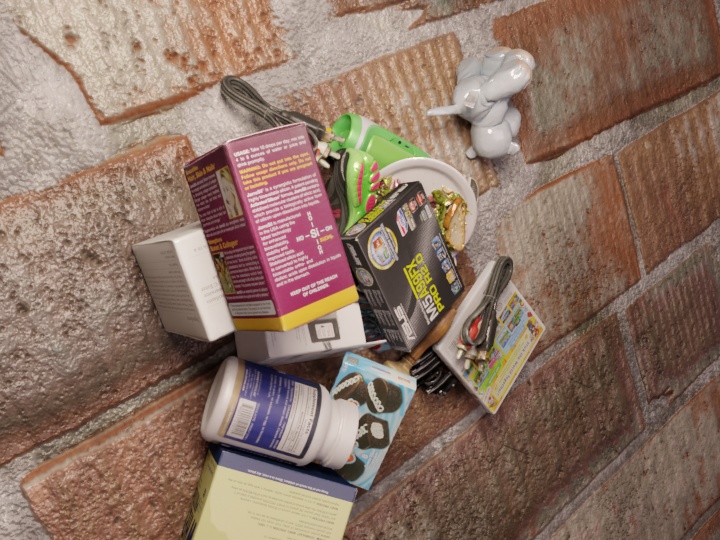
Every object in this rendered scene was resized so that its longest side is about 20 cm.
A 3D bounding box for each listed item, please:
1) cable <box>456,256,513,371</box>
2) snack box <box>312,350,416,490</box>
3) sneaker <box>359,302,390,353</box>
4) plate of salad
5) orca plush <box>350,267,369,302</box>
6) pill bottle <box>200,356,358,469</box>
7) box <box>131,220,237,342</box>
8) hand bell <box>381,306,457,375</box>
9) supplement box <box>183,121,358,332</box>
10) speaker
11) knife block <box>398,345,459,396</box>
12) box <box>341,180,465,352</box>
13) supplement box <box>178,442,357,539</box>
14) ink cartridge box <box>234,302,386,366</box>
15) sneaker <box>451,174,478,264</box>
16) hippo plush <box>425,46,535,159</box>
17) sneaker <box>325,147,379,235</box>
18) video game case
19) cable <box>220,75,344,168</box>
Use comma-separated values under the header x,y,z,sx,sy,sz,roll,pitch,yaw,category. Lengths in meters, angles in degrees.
x,y,z,sx,sy,sz,roll,pitch,yaw,category
0.201,0.062,1.117,0.097,0.050,0.202,31,66,-42,cable
-0.004,0.230,1.018,0.115,0.037,0.202,21,113,-1,snack box
0.032,0.087,1.098,0.198,0.079,0.097,15,86,-32,sneaker
0.090,-0.082,1.078,0.197,0.048,0.202,-1,121,-1,plate of salad
0.000,0.000,1.022,0.198,0.105,0.072,6,106,-23,orca plush
-0.109,0.201,0.925,0.198,0.116,0.117,21,80,-17,pill bottle
-0.167,-0.010,0.891,0.198,0.199,0.132,-25,103,-30,box
0.085,0.137,1.082,0.104,0.104,0.200,41,89,-27,hand bell
-0.100,-0.043,0.740,0.102,0.130,0.202,-22,99,-32,supplement box
0.044,-0.178,1.093,0.198,0.088,0.090,23,79,-32,speaker
0.155,0.124,1.187,0.174,0.064,0.203,21,80,-33,knife block
0.068,-0.007,1.007,0.160,0.044,0.202,-42,117,-35,box
-0.139,0.362,0.931,0.198,0.134,0.202,20,80,-15,supplement box
-0.074,0.095,1.000,0.198,0.116,0.068,-4,76,-34,ink cartridge box
0.147,-0.069,1.170,0.080,0.083,0.202,19,96,9,sneaker
0.241,-0.278,1.177,0.162,0.158,0.201,59,43,-33,hippo plush
-0.021,-0.097,1.042,0.076,0.084,0.202,-13,128,-38,sneaker
0.232,0.118,1.188,0.182,0.023,0.201,48,65,-24,video game case
-0.120,-0.207,0.961,0.198,0.051,0.098,24,45,1,cable
